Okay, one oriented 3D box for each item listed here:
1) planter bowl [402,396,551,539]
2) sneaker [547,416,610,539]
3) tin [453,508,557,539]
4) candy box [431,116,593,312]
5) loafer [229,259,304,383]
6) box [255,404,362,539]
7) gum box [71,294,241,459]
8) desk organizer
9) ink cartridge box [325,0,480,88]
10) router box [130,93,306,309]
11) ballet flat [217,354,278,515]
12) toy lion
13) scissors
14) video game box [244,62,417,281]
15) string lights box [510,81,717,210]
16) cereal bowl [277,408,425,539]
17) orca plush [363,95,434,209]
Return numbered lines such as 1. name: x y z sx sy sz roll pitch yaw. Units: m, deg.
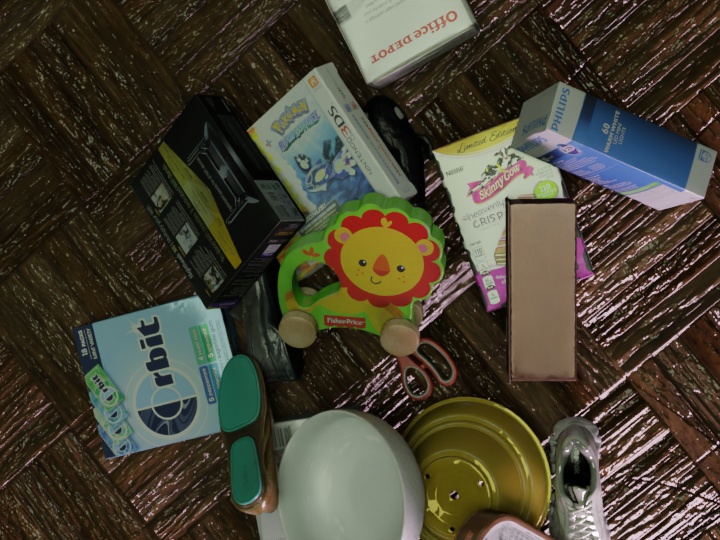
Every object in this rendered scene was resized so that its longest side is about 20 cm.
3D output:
1. planter bowl: 0.120 0.256 1.351 0.197 0.083 0.204 1 94 21
2. sneaker: 0.256 0.279 1.350 0.074 0.081 0.203 -7 94 8
3. tin: 0.180 0.345 1.294 0.199 0.042 0.113 34 69 -33
4. candy box: 0.179 -0.069 1.346 0.135 0.061 0.203 -20 90 11
5. loafer: -0.130 0.043 1.404 0.071 0.073 0.203 -13 91 15
6. box: -0.057 0.280 1.423 0.154 0.041 0.203 -11 91 10
7. gum box: -0.246 0.129 1.443 0.197 0.045 0.172 -15 92 10
8. desk organizer: 0.201 0.020 1.285 0.076 0.072 0.203 0 97 6
9. ink cartridge box: 0.033 -0.335 1.341 0.145 0.083 0.202 -26 89 11
10. router box: -0.172 -0.081 1.360 0.157 0.052 0.201 -46 67 29
11. ballet flat: -0.126 0.199 1.362 0.067 0.072 0.202 -23 54 14
12. toy lion: 0.000 0.000 1.326 0.197 0.069 0.194 3 124 9
13. scissors: 0.036 0.073 1.408 0.073 0.014 0.200 -42 85 12
14. video game box: -0.057 -0.112 1.357 0.199 0.047 0.183 -36 85 34
15. string lights box: 0.278 -0.134 1.268 0.198 0.103 0.060 21 80 -13
16. cereal bowl: -0.001 0.262 1.333 0.198 0.083 0.203 -3 85 39
17. orca plush: 0.032 -0.107 1.363 0.104 0.071 0.203 5 95 9
